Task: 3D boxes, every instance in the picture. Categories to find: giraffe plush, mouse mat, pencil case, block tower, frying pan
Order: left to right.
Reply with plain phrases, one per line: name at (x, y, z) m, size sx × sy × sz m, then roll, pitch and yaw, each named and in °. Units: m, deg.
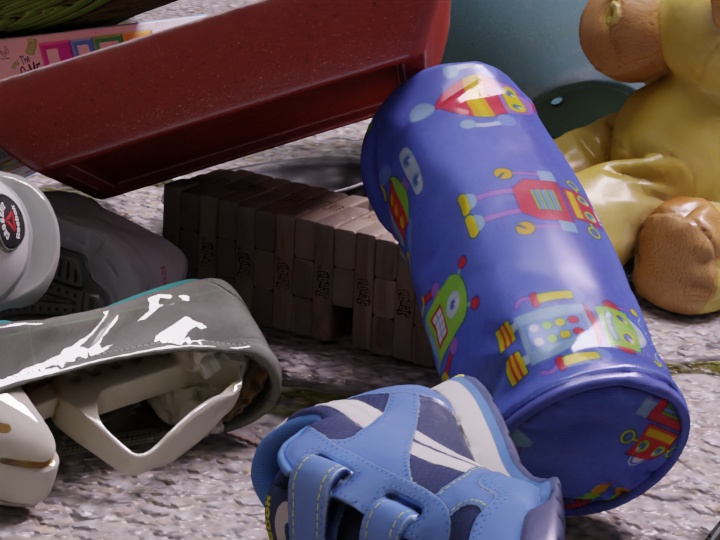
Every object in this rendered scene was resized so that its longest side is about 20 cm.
mouse mat at (-0.171, -0.095, 0.893) m, size 0.199 × 0.008 × 0.161 m, roll -19°, pitch -3°, yaw 30°
frying pan at (-0.006, -0.042, 1.053) m, size 0.188 × 0.031 × 0.115 m, roll -7°, pitch 13°, yaw 3°
block tower at (0.000, 0.000, 0.930) m, size 0.198 × 0.058 × 0.054 m, roll 11°, pitch 18°, yaw 26°
pencil case at (0.055, 0.007, 0.797) m, size 0.077 × 0.087 × 0.201 m, roll 13°, pitch 34°, yaw -27°
giraffe plush at (0.160, -0.080, 1.038) m, size 0.198 × 0.164 × 0.173 m, roll 1°, pitch 17°, yaw -9°

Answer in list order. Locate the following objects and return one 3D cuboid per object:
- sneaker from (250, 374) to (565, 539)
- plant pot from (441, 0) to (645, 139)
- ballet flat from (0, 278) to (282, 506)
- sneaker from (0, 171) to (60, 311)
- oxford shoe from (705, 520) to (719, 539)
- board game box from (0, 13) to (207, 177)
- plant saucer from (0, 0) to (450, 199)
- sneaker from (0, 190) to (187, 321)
sneaker at (0.015, 0.087, 0.639) m, size 0.081 × 0.075 × 0.200 m, roll -1°, pitch 11°, yaw -10°
plant pot at (0.098, -0.122, 1.171) m, size 0.198 × 0.201 × 0.136 m, roll -2°, pitch 52°, yaw -19°
ballet flat at (-0.109, 0.049, 0.746) m, size 0.199 × 0.068 × 0.064 m, roll -15°, pitch 56°, yaw -41°
sneaker at (-0.211, 0.004, 0.728) m, size 0.198 × 0.075 × 0.088 m, roll -20°, pitch -9°, yaw 13°
oxford shoe at (0.117, 0.117, 0.589) m, size 0.084 × 0.073 × 0.200 m, roll 28°, pitch 27°, yaw 18°
board game box at (-0.176, -0.068, 0.992) m, size 0.134 × 0.035 × 0.199 m, roll -15°, pitch -3°, yaw -45°
plant saucer at (-0.052, -0.073, 0.882) m, size 0.198 × 0.037 × 0.200 m, roll -16°, pitch -3°, yaw 1°
sneaker at (-0.164, -0.007, 0.910) m, size 0.199 × 0.079 × 0.099 m, roll 19°, pitch 13°, yaw 20°
